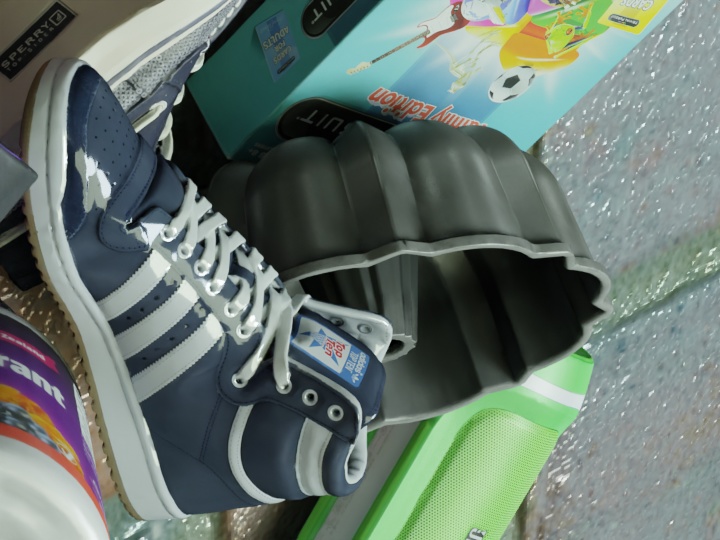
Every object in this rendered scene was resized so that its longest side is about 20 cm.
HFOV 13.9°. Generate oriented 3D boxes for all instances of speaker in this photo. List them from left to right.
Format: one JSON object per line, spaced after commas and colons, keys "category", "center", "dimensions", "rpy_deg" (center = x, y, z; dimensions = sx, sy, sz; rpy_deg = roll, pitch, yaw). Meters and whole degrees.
{"category": "speaker", "center": [0.028, 0.109, 1.380], "dimensions": [0.088, 0.088, 0.200], "rpy_deg": [22, 101, -50]}

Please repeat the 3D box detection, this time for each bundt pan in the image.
{"category": "bundt pan", "center": [0.000, 0.000, 1.221], "dimensions": [0.201, 0.076, 0.202], "rpy_deg": [-11, 157, -5]}

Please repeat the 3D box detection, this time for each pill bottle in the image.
{"category": "pill bottle", "center": [-0.152, 0.075, 1.071], "dimensions": [0.111, 0.200, 0.112], "rpy_deg": [-3, 111, -9]}

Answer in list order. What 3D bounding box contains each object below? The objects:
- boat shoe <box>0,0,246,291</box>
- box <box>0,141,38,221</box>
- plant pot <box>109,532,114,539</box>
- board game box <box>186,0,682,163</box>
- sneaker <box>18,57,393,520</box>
{"category": "boat shoe", "center": [-0.093, -0.080, 1.140], "dimensions": [0.200, 0.075, 0.093], "rpy_deg": [-40, 146, -6]}
{"category": "box", "center": [-0.222, -0.061, 0.972], "dimensions": [0.106, 0.122, 0.200], "rpy_deg": [-51, 141, -4]}
{"category": "plant pot", "center": [-0.160, 0.180, 1.201], "dimensions": [0.200, 0.134, 0.201], "rpy_deg": [-26, 134, -31]}
{"category": "board game box", "center": [0.049, -0.111, 1.215], "dimensions": [0.200, 0.047, 0.151], "rpy_deg": [-45, 146, 24]}
{"category": "sneaker", "center": [-0.052, 0.007, 1.082], "dimensions": [0.070, 0.108, 0.200], "rpy_deg": [-70, 152, -51]}
